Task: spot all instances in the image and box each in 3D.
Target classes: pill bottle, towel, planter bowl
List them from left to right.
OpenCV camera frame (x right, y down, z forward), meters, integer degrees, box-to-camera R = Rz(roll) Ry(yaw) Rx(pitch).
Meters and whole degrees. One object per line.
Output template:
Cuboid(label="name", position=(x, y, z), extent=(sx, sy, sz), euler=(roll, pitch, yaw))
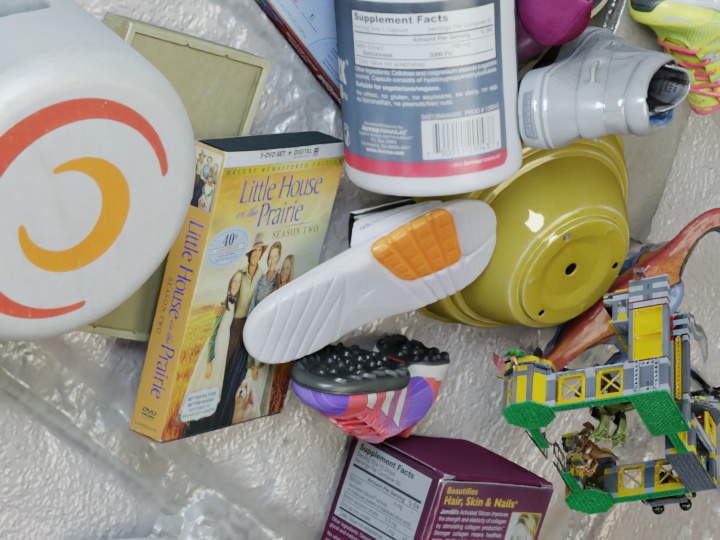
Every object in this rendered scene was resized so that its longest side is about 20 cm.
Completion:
Cuboid(label="pill bottle", position=(0.043, -0.159, 1.561), extent=(0.120, 0.120, 0.200), euler=(-18, 113, -38))
Cuboid(label="planter bowl", position=(0.131, -0.021, 1.725), extent=(0.200, 0.083, 0.200), euler=(-21, 135, -22))
Cuboid(label="towel", position=(0.203, -0.122, 1.827), extent=(0.133, 0.034, 0.200), euler=(17, 94, -48))

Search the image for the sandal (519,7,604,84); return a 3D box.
Cuboid(label="sandal", position=(0.119, -0.121, 1.729), extent=(0.200, 0.055, 0.082), euler=(-51, 134, -14))

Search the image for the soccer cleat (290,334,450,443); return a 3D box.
Cuboid(label="soccer cleat", position=(0.005, 0.090, 1.669), extent=(0.200, 0.068, 0.073), euler=(-6, 114, -68))

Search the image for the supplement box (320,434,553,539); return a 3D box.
Cuboid(label="supplement box", position=(0.040, 0.230, 1.771), extent=(0.131, 0.103, 0.200), euler=(10, 101, -46))

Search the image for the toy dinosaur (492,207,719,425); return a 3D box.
Cuboid(label="toy dinosaur", position=(0.221, 0.027, 1.819), extent=(0.182, 0.105, 0.200), euler=(-53, 162, 18))

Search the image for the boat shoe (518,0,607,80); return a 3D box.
Cuboid(label="boat shoe", position=(0.139, -0.203, 1.687), extent=(0.072, 0.065, 0.200), euler=(45, 68, -2))

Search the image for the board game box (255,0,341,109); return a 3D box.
Cuboid(label="board game box", position=(-0.012, -0.187, 1.600), extent=(0.103, 0.019, 0.200), euler=(-52, 135, -13))

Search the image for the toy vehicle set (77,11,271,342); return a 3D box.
Cuboid(label="toy vehicle set", position=(-0.139, -0.055, 1.529), extent=(0.124, 0.027, 0.200), euler=(13, 98, -46))

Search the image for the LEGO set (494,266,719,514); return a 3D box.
Cuboid(label="LEGO set", position=(0.189, 0.083, 1.750), extent=(0.200, 0.154, 0.116), euler=(45, 40, -43))

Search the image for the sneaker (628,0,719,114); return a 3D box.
Cuboid(label="sneaker", position=(0.262, -0.162, 1.789), extent=(0.200, 0.078, 0.090), euler=(15, 98, -47))

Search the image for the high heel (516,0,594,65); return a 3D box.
Cuboid(label="high heel", position=(0.129, -0.241, 1.609), extent=(0.067, 0.096, 0.200), euler=(7, 69, -29))

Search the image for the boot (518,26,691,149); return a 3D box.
Cuboid(label="boot", position=(0.179, -0.122, 1.627), extent=(0.200, 0.096, 0.074), euler=(-43, 130, -63))

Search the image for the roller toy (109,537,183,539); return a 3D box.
Cuboid(label="roller toy", position=(-0.133, 0.272, 1.559), extent=(0.182, 0.200, 0.140), euler=(-17, 120, -45))

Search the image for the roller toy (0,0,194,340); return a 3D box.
Cuboid(label="roller toy", position=(-0.199, -0.066, 1.374), extent=(0.200, 0.140, 0.182), euler=(28, 98, -46))

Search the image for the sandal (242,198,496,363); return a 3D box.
Cuboid(label="sandal", position=(-0.001, -0.006, 1.621), extent=(0.207, 0.059, 0.079), euler=(-23, 134, -25))

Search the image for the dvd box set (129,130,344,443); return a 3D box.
Cuboid(label="dvd box set", position=(-0.079, 0.008, 1.582), extent=(0.146, 0.029, 0.200), euler=(-9, 117, -58))
